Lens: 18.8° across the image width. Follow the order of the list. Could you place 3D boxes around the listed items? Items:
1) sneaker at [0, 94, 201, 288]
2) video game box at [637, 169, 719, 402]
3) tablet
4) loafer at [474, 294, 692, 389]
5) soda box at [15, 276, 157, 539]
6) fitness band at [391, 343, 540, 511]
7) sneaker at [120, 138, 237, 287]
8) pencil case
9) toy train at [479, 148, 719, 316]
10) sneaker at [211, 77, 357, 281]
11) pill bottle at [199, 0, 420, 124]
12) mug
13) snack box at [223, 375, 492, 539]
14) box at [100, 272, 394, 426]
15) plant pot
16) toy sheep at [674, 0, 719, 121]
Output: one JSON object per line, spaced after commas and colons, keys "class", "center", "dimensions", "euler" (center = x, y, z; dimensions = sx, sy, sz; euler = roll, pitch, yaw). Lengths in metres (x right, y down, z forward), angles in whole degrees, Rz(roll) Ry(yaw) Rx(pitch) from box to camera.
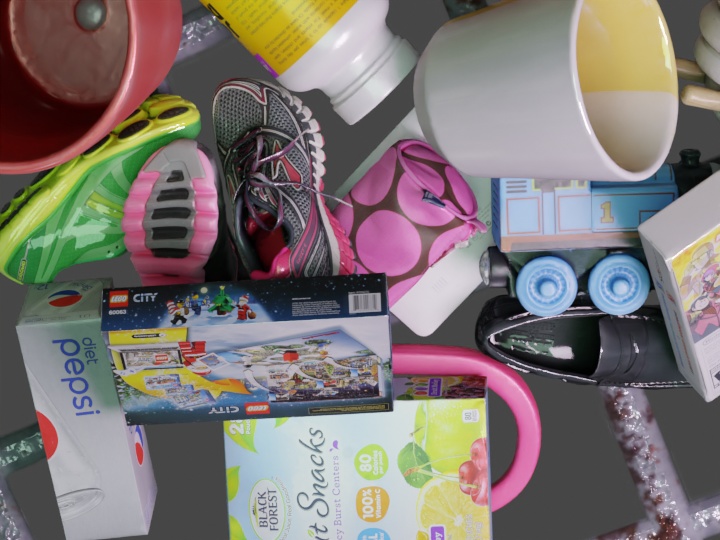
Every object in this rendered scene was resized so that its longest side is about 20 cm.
{"class": "sneaker", "center": [-0.192, -0.058, 1.641], "dimensions": [0.200, 0.074, 0.084], "euler": [-38, 117, 15]}
{"class": "video game box", "center": [0.300, -0.021, 1.549], "dimensions": [0.200, 0.047, 0.182], "euler": [-34, 143, -8]}
{"class": "tablet", "center": [0.069, -0.059, 1.648], "dimensions": [0.130, 0.014, 0.200], "euler": [42, 103, -8]}
{"class": "loafer", "center": [0.185, 0.060, 1.643], "dimensions": [0.199, 0.070, 0.068], "euler": [7, 106, 1]}
{"class": "soda box", "center": [-0.207, 0.108, 1.660], "dimensions": [0.068, 0.064, 0.201], "euler": [-5, 119, 5]}
{"class": "fitness band", "center": [0.040, 0.129, 1.688], "dimensions": [0.199, 0.037, 0.144], "euler": [1, 105, 2]}
{"class": "sneaker", "center": [-0.124, -0.011, 1.630], "dimensions": [0.079, 0.095, 0.201], "euler": [11, 117, 20]}
{"class": "pencil case", "center": [0.000, 0.000, 1.616], "dimensions": [0.094, 0.091, 0.200], "euler": [44, 113, 1]}
{"class": "toy train", "center": [0.186, -0.030, 1.606], "dimensions": [0.199, 0.087, 0.115], "euler": [-2, 104, -1]}
{"class": "sneaker", "center": [-0.065, -0.063, 1.581], "dimensions": [0.081, 0.075, 0.201], "euler": [-39, 56, 25]}
{"class": "pill bottle", "center": [-0.051, -0.201, 1.569], "dimensions": [0.104, 0.104, 0.200], "euler": [-43, 98, 13]}
{"class": "mug", "center": [0.131, -0.136, 1.537], "dimensions": [0.153, 0.186, 0.150], "euler": [-7, 110, 36]}
{"class": "snack box", "center": [0.000, 0.170, 1.649], "dimensions": [0.199, 0.068, 0.170], "euler": [-2, 103, 5]}
{"class": "box", "center": [-0.077, 0.057, 1.547], "dimensions": [0.199, 0.038, 0.137], "euler": [-3, 148, 0]}
{"class": "plant pot", "center": [-0.218, -0.176, 1.535], "dimensions": [0.199, 0.177, 0.202], "euler": [2, 99, 15]}
{"class": "toy sheep", "center": [0.296, -0.157, 1.551], "dimensions": [0.137, 0.138, 0.201], "euler": [17, 120, -1]}
